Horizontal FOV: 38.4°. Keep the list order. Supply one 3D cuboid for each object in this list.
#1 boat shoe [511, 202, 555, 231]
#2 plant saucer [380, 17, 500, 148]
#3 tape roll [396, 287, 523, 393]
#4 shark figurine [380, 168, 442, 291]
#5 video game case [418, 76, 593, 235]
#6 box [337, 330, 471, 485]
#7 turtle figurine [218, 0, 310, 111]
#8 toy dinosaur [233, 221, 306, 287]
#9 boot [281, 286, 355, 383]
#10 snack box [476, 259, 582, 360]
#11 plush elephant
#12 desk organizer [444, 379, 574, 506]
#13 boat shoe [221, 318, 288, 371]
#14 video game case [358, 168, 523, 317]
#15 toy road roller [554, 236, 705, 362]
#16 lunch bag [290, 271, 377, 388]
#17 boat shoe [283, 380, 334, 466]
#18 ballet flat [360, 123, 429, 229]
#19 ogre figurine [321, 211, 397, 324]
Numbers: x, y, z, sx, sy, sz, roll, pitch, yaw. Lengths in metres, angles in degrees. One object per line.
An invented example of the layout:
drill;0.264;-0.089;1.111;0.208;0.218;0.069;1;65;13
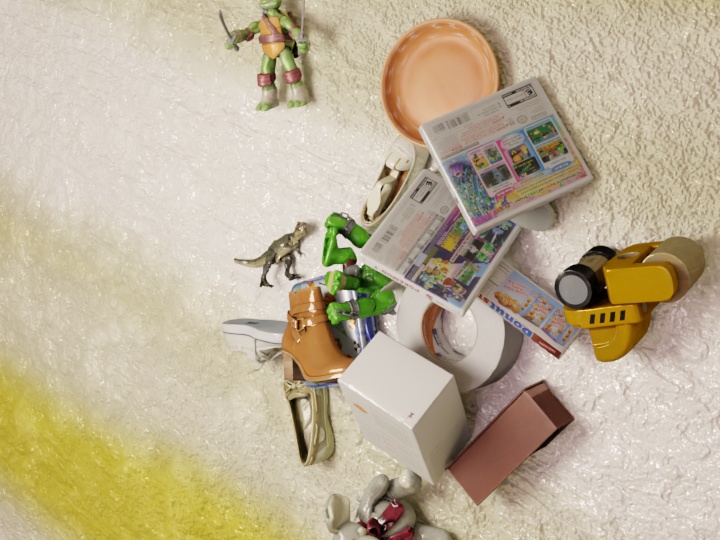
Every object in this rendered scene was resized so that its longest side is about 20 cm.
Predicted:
boat shoe;0.218;-0.141;1.557;0.200;0.064;0.071;40;141;1
plant saucer;0.127;-0.291;1.621;0.198;0.037;0.203;1;93;25
tape roll;0.155;0.089;1.630;0.199;0.066;0.203;3;95;36
shark figurine;0.119;-0.044;1.626;0.127;0.216;0.090;23;151;4
video game case;0.212;-0.170;1.512;0.183;0.198;0.024;64;169;14
box;0.073;0.216;1.609;0.152;0.201;0.106;30;67;30
turtle figurine;-0.158;-0.369;1.761;0.200;0.142;0.196;-124;22;-69
toy dinosaur;-0.152;-0.018;1.863;0.199;0.047;0.089;-27;63;35
boot;-0.065;0.104;1.685;0.199;0.073;0.157;-3;83;47
snack box;0.235;0.044;1.537;0.199;0.072;0.024;38;150;14
plush elephant;0.021;0.428;1.687;0.199;0.155;0.166;-10;109;43
desk organizer;0.228;0.266;1.587;0.077;0.071;0.200;50;120;20
boat shoe;-0.181;0.138;1.875;0.201;0.074;0.087;2;102;46
video game case;0.123;-0.045;1.554;0.181;0.200;0.023;29;148;15
toy road roller;0.378;0.043;1.432;0.198;0.123;0.147;-9;103;37
lunch bag;-0.038;0.105;1.771;0.159;0.075;0.202;-12;85;34
boat shoe;-0.100;0.242;1.832;0.073;0.063;0.203;-12;87;36
ballet flat;0.057;-0.154;1.684;0.067;0.062;0.202;34;112;29
ogre figurine;0.000;0.000;1.679;0.201;0.119;0.099;-107;35;-51
